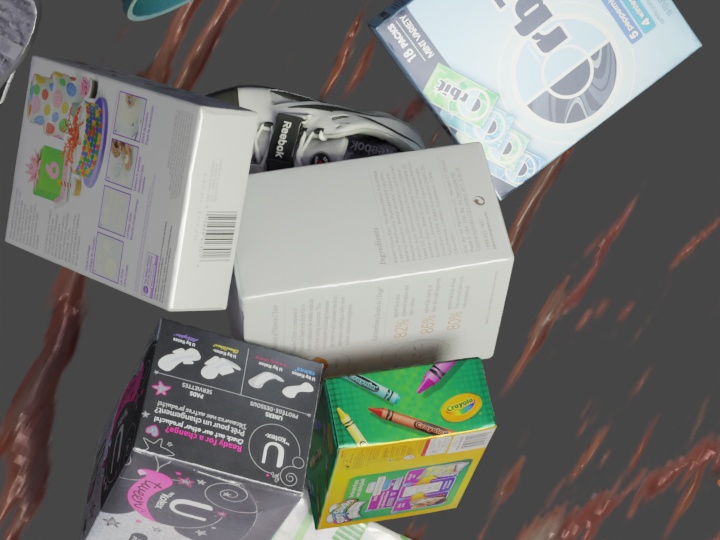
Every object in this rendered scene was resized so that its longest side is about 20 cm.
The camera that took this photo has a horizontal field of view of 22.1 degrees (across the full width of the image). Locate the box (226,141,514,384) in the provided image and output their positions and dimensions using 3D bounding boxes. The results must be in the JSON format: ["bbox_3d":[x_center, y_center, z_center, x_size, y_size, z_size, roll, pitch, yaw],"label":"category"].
[{"bbox_3d":[0.000,0.000,1.380,0.200,0.152,0.107,-8,60,-8],"label":"box"}]

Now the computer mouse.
[{"bbox_3d":[-0.327,-0.149,1.367,0.140,0.046,0.200,24,103,-9],"label":"computer mouse"}]

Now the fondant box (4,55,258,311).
[{"bbox_3d":[-0.169,-0.066,1.331,0.058,0.200,0.145,-1,106,-47],"label":"fondant box"}]

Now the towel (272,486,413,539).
[{"bbox_3d":[-0.024,0.270,1.516,0.200,0.023,0.153,27,96,-12],"label":"towel"}]

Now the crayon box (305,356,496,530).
[{"bbox_3d":[0.025,0.135,1.405,0.119,0.200,0.058,-7,67,-10],"label":"crayon box"}]

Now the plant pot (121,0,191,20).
[{"bbox_3d":[-0.132,-0.308,1.294,0.200,0.200,0.188,-34,90,-1],"label":"plant pot"}]

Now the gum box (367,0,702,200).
[{"bbox_3d":[0.135,-0.183,1.431,0.200,0.045,0.170,-37,106,1],"label":"gum box"}]

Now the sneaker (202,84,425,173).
[{"bbox_3d":[-0.044,-0.096,1.400,0.200,0.089,0.074,2,103,-8],"label":"sneaker"}]

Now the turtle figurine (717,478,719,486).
[{"bbox_3d":[0.381,0.101,1.522,0.200,0.064,0.162,-15,104,-6],"label":"turtle figurine"}]

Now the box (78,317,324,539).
[{"bbox_3d":[-0.124,0.144,1.370,0.132,0.115,0.200,16,144,-13],"label":"box"}]
